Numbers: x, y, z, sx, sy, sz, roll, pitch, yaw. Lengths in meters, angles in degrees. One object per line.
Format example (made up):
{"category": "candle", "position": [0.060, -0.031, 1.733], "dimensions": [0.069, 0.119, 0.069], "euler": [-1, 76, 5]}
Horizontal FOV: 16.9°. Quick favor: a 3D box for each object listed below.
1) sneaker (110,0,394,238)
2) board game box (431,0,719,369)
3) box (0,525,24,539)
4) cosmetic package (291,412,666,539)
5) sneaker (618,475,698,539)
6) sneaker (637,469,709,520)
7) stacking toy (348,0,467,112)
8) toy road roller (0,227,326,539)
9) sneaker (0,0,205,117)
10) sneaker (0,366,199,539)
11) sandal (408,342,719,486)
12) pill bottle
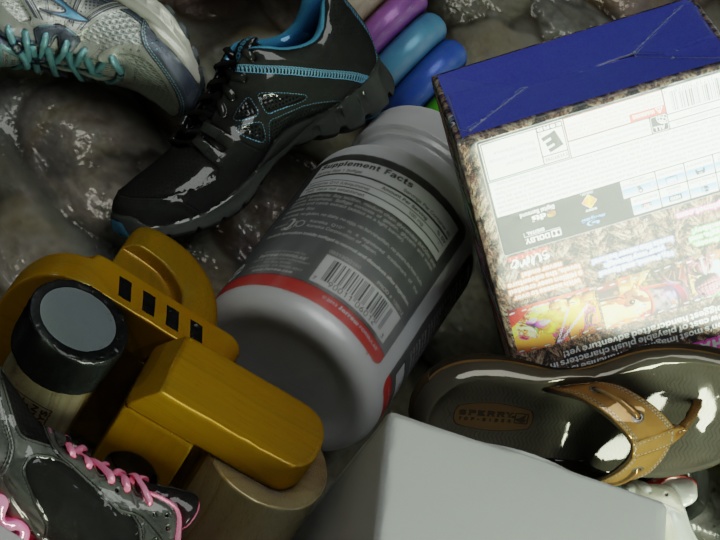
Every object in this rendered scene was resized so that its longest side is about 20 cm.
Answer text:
{"category": "sneaker", "position": [-0.075, -0.092, 1.434], "dimensions": [0.200, 0.073, 0.082], "euler": [-38, 122, -22]}
{"category": "board game box", "position": [0.144, -0.026, 1.364], "dimensions": [0.158, 0.201, 0.097], "euler": [-16, 27, 0]}
{"category": "box", "position": [-0.147, 0.217, 1.134], "dimensions": [0.199, 0.113, 0.101], "euler": [23, 39, 38]}
{"category": "cosmetic package", "position": [0.048, 0.215, 1.256], "dimensions": [0.164, 0.165, 0.201], "euler": [20, 52, -14]}
{"category": "sneaker", "position": [0.140, 0.141, 1.393], "dimensions": [0.199, 0.070, 0.094], "euler": [39, 84, -3]}
{"category": "sneaker", "position": [0.179, 0.059, 1.496], "dimensions": [0.090, 0.076, 0.201], "euler": [0, 61, -37]}
{"category": "stacking toy", "position": [0.060, -0.101, 1.542], "dimensions": [0.200, 0.085, 0.085], "euler": [44, 50, 2]}
{"category": "toy road roller", "position": [-0.108, 0.065, 1.314], "dimensions": [0.199, 0.123, 0.146], "euler": [32, 39, -3]}
{"category": "sneaker", "position": [-0.185, -0.143, 1.459], "dimensions": [0.199, 0.078, 0.086], "euler": [35, 61, 8]}
{"category": "sneaker", "position": [-0.133, 0.124, 1.237], "dimensions": [0.095, 0.079, 0.201], "euler": [-30, 103, 0]}
{"category": "sandal", "position": [0.127, 0.083, 1.330], "dimensions": [0.198, 0.082, 0.055], "euler": [4, 26, -9]}
{"category": "pill bottle", "position": [0.000, 0.000, 1.414], "dimensions": [0.116, 0.116, 0.200], "euler": [36, 49, 0]}
